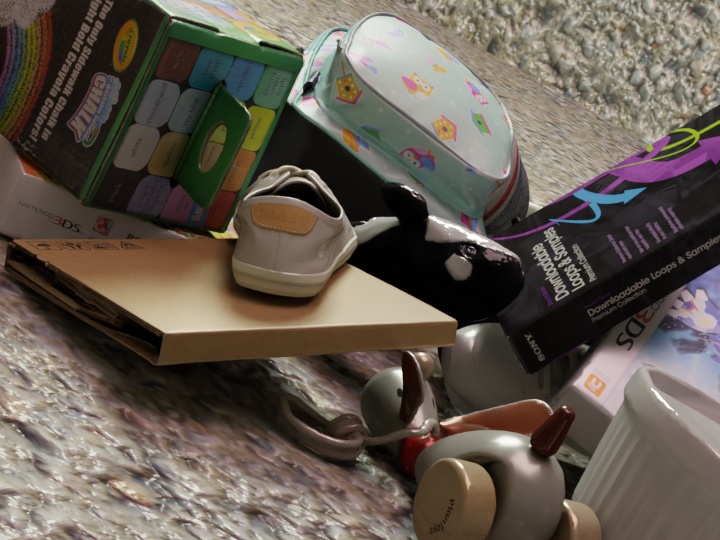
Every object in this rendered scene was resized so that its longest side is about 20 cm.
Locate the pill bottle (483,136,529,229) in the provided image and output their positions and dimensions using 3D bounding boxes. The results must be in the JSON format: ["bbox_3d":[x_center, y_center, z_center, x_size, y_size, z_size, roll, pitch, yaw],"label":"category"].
[{"bbox_3d":[0.071,-0.067,1.799,0.119,0.120,0.200,31,-7,15],"label":"pill bottle"}]

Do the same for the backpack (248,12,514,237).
[{"bbox_3d":[0.013,-0.085,1.584,0.175,0.154,0.200,34,18,-11],"label":"backpack"}]

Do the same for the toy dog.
[{"bbox_3d":[0.060,0.087,1.247,0.200,0.097,0.132,37,15,38],"label":"toy dog"}]

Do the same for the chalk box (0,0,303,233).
[{"bbox_3d":[-0.127,-0.107,1.372,0.200,0.125,0.124,38,17,36],"label":"chalk box"}]

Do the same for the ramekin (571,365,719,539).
[{"bbox_3d":[0.204,0.148,1.260,0.202,0.094,0.202,35,10,-8],"label":"ramekin"}]

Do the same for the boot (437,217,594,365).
[{"bbox_3d":[0.087,0.022,1.620,0.198,0.074,0.162,-21,24,-37],"label":"boot"}]

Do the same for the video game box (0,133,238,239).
[{"bbox_3d":[-0.153,-0.043,1.452,0.181,0.047,0.200,20,14,-23],"label":"video game box"}]

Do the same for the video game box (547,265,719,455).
[{"bbox_3d":[0.237,0.084,1.429,0.200,0.047,0.182,38,55,2],"label":"video game box"}]

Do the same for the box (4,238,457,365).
[{"bbox_3d":[-0.071,0.014,1.278,0.199,0.021,0.163,-1,18,-39],"label":"box"}]

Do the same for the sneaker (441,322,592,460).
[{"bbox_3d":[0.141,0.073,1.471,0.199,0.077,0.080,18,-23,-31],"label":"sneaker"}]

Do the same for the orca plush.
[{"bbox_3d":[0.000,0.000,1.413,0.199,0.106,0.071,25,47,26],"label":"orca plush"}]

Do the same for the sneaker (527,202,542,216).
[{"bbox_3d":[0.174,-0.004,1.876,0.081,0.076,0.200,51,-10,-25],"label":"sneaker"}]

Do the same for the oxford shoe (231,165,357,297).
[{"bbox_3d":[-0.038,-0.033,1.325,0.075,0.058,0.200,8,12,1],"label":"oxford shoe"}]

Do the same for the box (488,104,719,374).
[{"bbox_3d":[0.168,-0.024,1.430,0.036,0.199,0.143,56,5,-22],"label":"box"}]
